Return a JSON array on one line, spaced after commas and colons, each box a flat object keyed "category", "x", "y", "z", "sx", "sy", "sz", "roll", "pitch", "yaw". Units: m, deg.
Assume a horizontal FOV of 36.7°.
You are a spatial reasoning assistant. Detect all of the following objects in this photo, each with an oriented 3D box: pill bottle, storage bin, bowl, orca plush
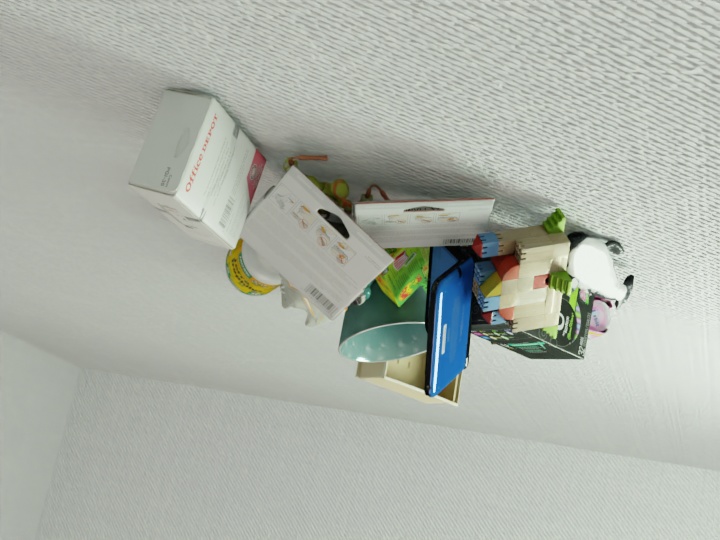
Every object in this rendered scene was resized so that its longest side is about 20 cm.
[{"category": "pill bottle", "x": -0.166, "y": -0.024, "z": 1.918, "sx": 0.111, "sy": 0.115, "sz": 0.200, "roll": 17, "pitch": 164, "yaw": -18}, {"category": "storage bin", "x": 0.106, "y": 0.142, "z": 2.120, "sx": 0.198, "sy": 0.202, "sz": 0.093, "roll": 23, "pitch": 159, "yaw": -35}, {"category": "bowl", "x": 0.050, "y": 0.082, "z": 1.936, "sx": 0.196, "sy": 0.107, "sz": 0.202, "roll": -8, "pitch": 157, "yaw": -3}, {"category": "orca plush", "x": 0.360, "y": -0.017, "z": 1.678, "sx": 0.198, "sy": 0.106, "sz": 0.072, "roll": 18, "pitch": -151, "yaw": -40}]

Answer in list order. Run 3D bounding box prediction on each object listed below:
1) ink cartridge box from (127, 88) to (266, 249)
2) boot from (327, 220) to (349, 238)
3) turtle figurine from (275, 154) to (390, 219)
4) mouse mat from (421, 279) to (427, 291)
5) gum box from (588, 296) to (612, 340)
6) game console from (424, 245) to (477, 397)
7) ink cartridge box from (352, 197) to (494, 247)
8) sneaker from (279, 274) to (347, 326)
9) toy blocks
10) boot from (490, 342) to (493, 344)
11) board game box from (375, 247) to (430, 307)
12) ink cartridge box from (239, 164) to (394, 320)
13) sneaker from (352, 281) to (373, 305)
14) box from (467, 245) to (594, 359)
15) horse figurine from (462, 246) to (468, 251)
[{"category": "ink cartridge box", "x": -0.220, "y": -0.138, "z": 1.498, "sx": 0.081, "sy": 0.149, "sz": 0.200, "roll": 14, "pitch": 165, "yaw": 22}, {"category": "boot", "x": -0.019, "y": -0.054, "z": 1.776, "sx": 0.128, "sy": 0.069, "sz": 0.200, "roll": 3, "pitch": 179, "yaw": 17}, {"category": "turtle figurine", "x": -0.054, "y": -0.107, "z": 1.632, "sx": 0.198, "sy": 0.066, "sz": 0.160, "roll": 22, "pitch": 162, "yaw": -31}, {"category": "mouse mat", "x": 0.144, "y": 0.043, "z": 2.009, "sx": 0.198, "sy": 0.008, "sz": 0.160, "roll": 23, "pitch": 140, "yaw": -35}, {"category": "gum box", "x": 0.340, "y": 0.070, "z": 1.935, "sx": 0.196, "sy": 0.067, "sz": 0.113, "roll": 16, "pitch": 165, "yaw": -12}, {"category": "game console", "x": 0.111, "y": 0.061, "z": 1.672, "sx": 0.117, "sy": 0.204, "sz": 0.170, "roll": 19, "pitch": -148, "yaw": 29}, {"category": "ink cartridge box", "x": 0.086, "y": -0.082, "z": 1.548, "sx": 0.195, "sy": 0.044, "sz": 0.174, "roll": -2, "pitch": 160, "yaw": 0}, {"category": "sneaker", "x": -0.111, "y": 0.014, "z": 1.794, "sx": 0.201, "sy": 0.091, "sz": 0.076, "roll": 51, "pitch": -168, "yaw": -16}, {"category": "toy blocks", "x": 0.225, "y": 0.016, "z": 1.580, "sx": 0.134, "sy": 0.101, "sz": 0.203, "roll": -8, "pitch": 127, "yaw": -11}, {"category": "boot", "x": 0.278, "y": 0.100, "z": 2.056, "sx": 0.074, "sy": 0.075, "sz": 0.200, "roll": 1, "pitch": -178, "yaw": 9}, {"category": "board game box", "x": 0.067, "y": -0.019, "z": 1.763, "sx": 0.048, "sy": 0.102, "sz": 0.200, "roll": 43, "pitch": 174, "yaw": 20}, {"category": "ink cartridge box", "x": -0.062, "y": -0.046, "z": 1.564, "sx": 0.200, "sy": 0.044, "sz": 0.173, "roll": 42, "pitch": 130, "yaw": -6}, {"category": "sneaker", "x": 0.000, "y": 0.000, "z": 1.864, "sx": 0.078, "sy": 0.079, "sz": 0.200, "roll": -19, "pitch": -164, "yaw": 1}, {"category": "box", "x": 0.269, "y": 0.048, "z": 1.759, "sx": 0.198, "sy": 0.151, "sz": 0.123, "roll": 24, "pitch": 162, "yaw": -35}, {"category": "horse figurine", "x": 0.179, "y": 0.020, "z": 1.826, "sx": 0.049, "sy": 0.134, "sz": 0.201, "roll": 10, "pitch": 152, "yaw": 26}]
